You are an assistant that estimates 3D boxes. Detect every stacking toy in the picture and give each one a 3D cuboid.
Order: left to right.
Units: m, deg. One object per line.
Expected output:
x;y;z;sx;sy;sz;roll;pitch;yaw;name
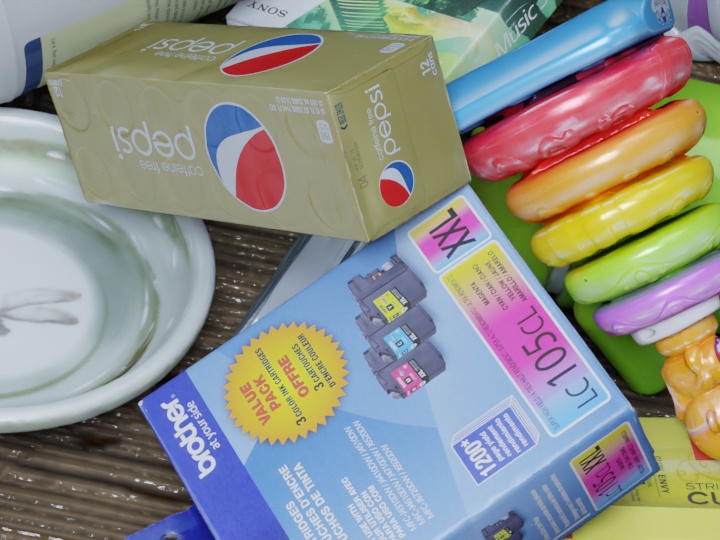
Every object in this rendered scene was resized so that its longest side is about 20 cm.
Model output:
0.121;-0.010;1.051;0.201;0.109;0.116;64;18;0;stacking toy

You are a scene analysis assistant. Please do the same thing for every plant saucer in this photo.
-0.166;0.008;1.107;0.199;0.050;0.201;6;44;-6;plant saucer

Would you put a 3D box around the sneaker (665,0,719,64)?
0.219;-0.162;1.293;0.078;0.140;0.200;-28;56;-33;sneaker

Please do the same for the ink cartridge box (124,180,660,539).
0.003;0.078;1.010;0.200;0.076;0.137;-36;58;0;ink cartridge box

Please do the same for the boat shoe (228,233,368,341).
0.000;0.000;1.150;0.062;0.072;0.200;40;50;-6;boat shoe

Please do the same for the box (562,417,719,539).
0.149;0.104;1.073;0.199;0.050;0.076;1;46;-9;box

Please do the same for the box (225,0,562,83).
0.046;-0.166;1.216;0.144;0.036;0.200;21;63;38;box

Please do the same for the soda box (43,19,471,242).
-0.049;-0.063;1.053;0.064;0.068;0.199;-32;26;-35;soda box

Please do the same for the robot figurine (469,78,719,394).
0.138;-0.034;1.165;0.199;0.116;0.176;9;56;-2;robot figurine

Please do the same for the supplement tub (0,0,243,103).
-0.122;-0.178;1.164;0.199;0.145;0.145;-25;54;-19;supplement tub
